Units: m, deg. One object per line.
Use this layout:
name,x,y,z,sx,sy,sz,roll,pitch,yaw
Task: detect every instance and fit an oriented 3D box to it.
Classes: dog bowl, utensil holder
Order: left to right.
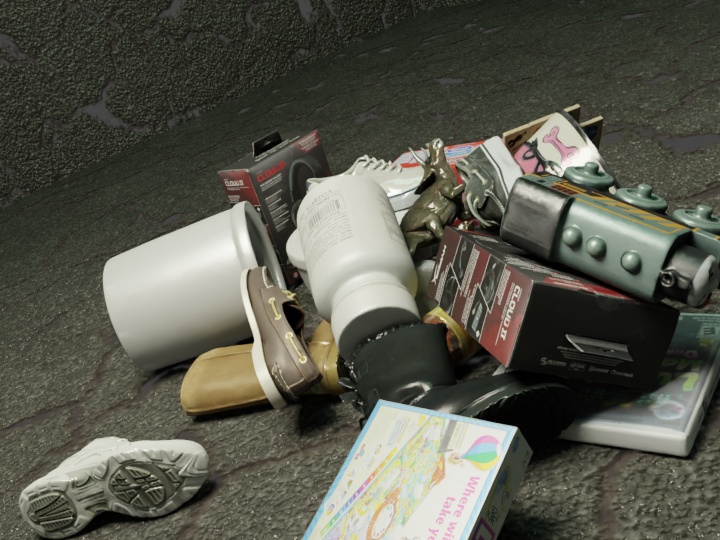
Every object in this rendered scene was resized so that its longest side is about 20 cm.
utensil holder,-0.210,0.024,1.049,0.197,0.172,0.170,-20,22,2
dog bowl,0.240,-0.072,0.890,0.073,0.201,0.201,-29,21,10

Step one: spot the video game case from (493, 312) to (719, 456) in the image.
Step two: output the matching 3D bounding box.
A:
video game case,0.223,0.092,0.739,0.198,0.024,0.182,0,30,39

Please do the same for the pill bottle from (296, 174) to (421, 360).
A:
pill bottle,0.000,0.000,0.861,0.113,0.115,0.202,-18,44,1

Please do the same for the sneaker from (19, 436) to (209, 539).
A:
sneaker,-0.239,0.196,0.807,0.197,0.079,0.100,-14,20,11

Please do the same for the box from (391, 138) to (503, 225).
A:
box,0.139,-0.127,1.204,0.197,0.097,0.100,-3,27,33

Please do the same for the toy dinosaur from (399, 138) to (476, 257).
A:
toy dinosaur,0.088,-0.063,0.964,0.101,0.077,0.202,-2,54,42

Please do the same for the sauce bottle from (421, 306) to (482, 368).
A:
sauce bottle,0.144,0.034,0.876,0.199,0.067,0.066,-35,27,-28

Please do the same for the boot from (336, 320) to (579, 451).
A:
boot,0.078,0.105,0.722,0.196,0.074,0.163,-27,33,8

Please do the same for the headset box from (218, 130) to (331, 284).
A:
headset box,-0.110,-0.104,1.194,0.076,0.203,0.148,4,31,44

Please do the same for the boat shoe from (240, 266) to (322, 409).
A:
boat shoe,-0.086,0.059,0.859,0.059,0.072,0.201,-25,38,3

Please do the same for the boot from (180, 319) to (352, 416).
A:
boot,-0.092,0.092,0.936,0.197,0.067,0.176,-11,24,22

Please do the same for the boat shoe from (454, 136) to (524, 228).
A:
boat shoe,0.145,-0.075,0.849,0.070,0.073,0.201,-29,25,11

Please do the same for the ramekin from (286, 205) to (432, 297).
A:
ramekin,0.007,-0.023,1.077,0.199,0.095,0.203,-16,23,7

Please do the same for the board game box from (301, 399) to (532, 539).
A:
board game box,0.024,0.193,0.572,0.133,0.034,0.201,3,50,43

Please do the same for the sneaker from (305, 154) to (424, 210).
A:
sneaker,0.021,-0.116,1.057,0.197,0.072,0.073,-17,22,4

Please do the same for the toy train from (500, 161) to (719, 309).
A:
toy train,0.213,-0.028,0.672,0.199,0.086,0.113,29,29,34

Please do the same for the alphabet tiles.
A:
alphabet tiles,0.222,-0.113,1.001,0.165,0.201,0.008,-21,52,-6

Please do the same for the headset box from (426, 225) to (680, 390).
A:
headset box,0.166,0.032,0.710,0.146,0.078,0.200,10,15,-20

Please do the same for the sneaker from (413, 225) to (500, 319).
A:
sneaker,0.100,0.003,0.977,0.197,0.077,0.114,-16,21,-7
